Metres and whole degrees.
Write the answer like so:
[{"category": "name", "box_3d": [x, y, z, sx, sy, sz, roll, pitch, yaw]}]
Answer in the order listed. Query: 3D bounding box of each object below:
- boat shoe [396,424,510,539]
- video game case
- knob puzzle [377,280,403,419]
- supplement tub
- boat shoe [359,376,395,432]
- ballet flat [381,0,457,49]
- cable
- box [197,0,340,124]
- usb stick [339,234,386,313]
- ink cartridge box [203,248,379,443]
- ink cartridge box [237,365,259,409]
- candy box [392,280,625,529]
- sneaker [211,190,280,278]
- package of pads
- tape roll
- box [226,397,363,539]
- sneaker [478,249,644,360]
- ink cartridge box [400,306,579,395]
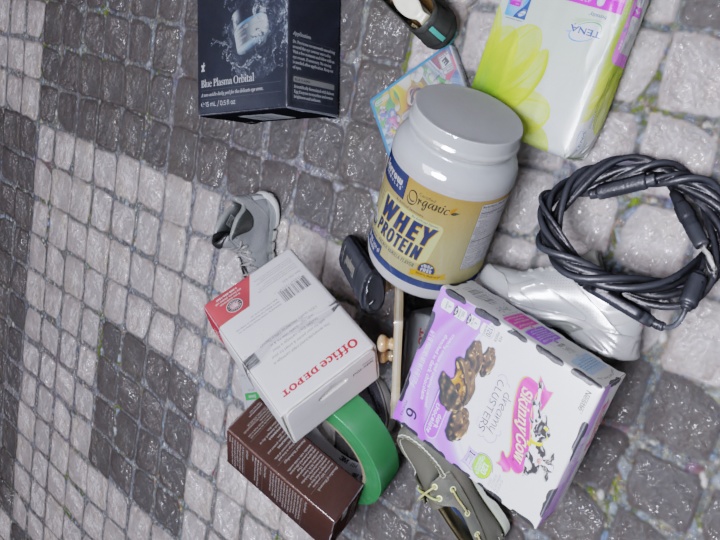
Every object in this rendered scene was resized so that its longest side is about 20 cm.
[{"category": "boat shoe", "box_3d": [0.107, 0.269, 0.839, 0.203, 0.060, 0.072, 52, 149, -12]}, {"category": "video game case", "box_3d": [0.096, -0.162, 0.888, 0.141, 0.018, 0.206, -25, 79, 37]}, {"category": "knob puzzle", "box_3d": [0.036, 0.094, 0.869, 0.029, 0.220, 0.227, 2, 97, 2]}, {"category": "supplement tub", "box_3d": [0.093, -0.087, 0.773, 0.144, 0.142, 0.204, 40, 135, 28]}, {"category": "boat shoe", "box_3d": [-0.032, 0.151, 0.975, 0.075, 0.092, 0.202, -46, 67, 32]}, {"category": "ballet flat", "box_3d": [0.051, -0.358, 0.864, 0.068, 0.067, 0.202, -51, 59, 25]}, {"category": "cable", "box_3d": [0.274, -0.047, 0.703, 0.198, 0.051, 0.165, 34, 88, 30]}, {"category": "box", "box_3d": [-0.135, -0.325, 0.999, 0.193, 0.116, 0.207, 5, 97, 38]}, {"category": "usb stick", "box_3d": [0.000, 0.000, 0.899, 0.200, 0.032, 0.057, -120, 34, -71]}, {"category": "ink cartridge box", "box_3d": [-0.088, 0.093, 0.890, 0.200, 0.145, 0.084, 46, 160, 32]}, {"category": "ink cartridge box", "box_3d": [-0.131, 0.223, 1.090, 0.107, 0.050, 0.207, -13, 85, 39]}, {"category": "candy box", "box_3d": [0.150, 0.135, 0.734, 0.198, 0.071, 0.172, 32, 113, 32]}, {"category": "sneaker", "box_3d": [-0.185, -0.020, 1.068, 0.073, 0.114, 0.207, 4, 97, 37]}, {"category": "package of pads", "box_3d": [0.215, -0.239, 0.754, 0.153, 0.067, 0.205, 32, 114, 34]}, {"category": "tape roll", "box_3d": [-0.038, 0.233, 0.961, 0.197, 0.048, 0.204, 29, 140, 27]}, {"category": "box", "box_3d": [-0.095, 0.283, 0.965, 0.198, 0.075, 0.102, 37, 143, 19]}, {"category": "sneaker", "box_3d": [0.230, 0.019, 0.773, 0.196, 0.077, 0.102, 23, 101, 27]}, {"category": "ink cartridge box", "box_3d": [0.150, 0.137, 0.833, 0.196, 0.084, 0.149, 13, 102, 36]}]
